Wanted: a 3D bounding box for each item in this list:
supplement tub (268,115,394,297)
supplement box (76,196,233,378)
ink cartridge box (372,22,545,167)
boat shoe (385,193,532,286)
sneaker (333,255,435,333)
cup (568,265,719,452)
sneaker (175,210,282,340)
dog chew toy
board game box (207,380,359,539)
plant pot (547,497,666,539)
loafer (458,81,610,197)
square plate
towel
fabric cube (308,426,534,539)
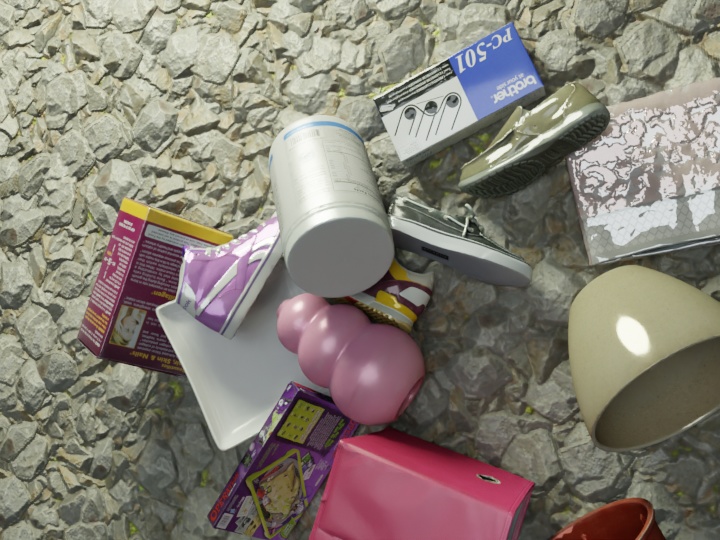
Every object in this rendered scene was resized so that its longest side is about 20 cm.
[{"bbox_3d":[-0.040,-0.082,0.973,0.131,0.132,0.201,-26,46,13],"label":"supplement tub"},{"bbox_3d":[-0.271,0.022,1.061,0.103,0.130,0.202,19,89,53],"label":"supplement box"},{"bbox_3d":[0.125,-0.221,1.021,0.199,0.044,0.095,-27,79,13],"label":"ink cartridge box"},{"bbox_3d":[0.122,-0.041,0.991,0.198,0.074,0.069,19,71,14],"label":"boat shoe"},{"bbox_3d":[0.000,0.000,1.030,0.199,0.075,0.091,28,76,18],"label":"sneaker"},{"bbox_3d":[0.307,0.079,0.872,0.199,0.200,0.144,-33,51,11],"label":"cup"},{"bbox_3d":[-0.161,-0.024,1.020,0.114,0.073,0.201,31,59,-4],"label":"sneaker"},{"bbox_3d":[-0.020,0.100,0.989,0.199,0.124,0.125,34,95,17],"label":"dog chew toy"},{"bbox_3d":[-0.092,0.244,1.005,0.201,0.120,0.032,-58,35,4],"label":"board game box"},{"bbox_3d":[0.279,0.382,0.842,0.200,0.201,0.196,-36,83,11],"label":"plant pot"},{"bbox_3d":[0.202,-0.156,0.971,0.199,0.075,0.070,-30,62,26],"label":"loafer"},{"bbox_3d":[-0.134,0.102,1.032,0.197,0.028,0.201,-22,76,-24],"label":"square plate"},{"bbox_3d":[0.349,-0.114,0.947,0.198,0.032,0.193,-12,80,15],"label":"towel"},{"bbox_3d":[0.066,0.308,0.906,0.198,0.196,0.202,18,91,20],"label":"fabric cube"}]
